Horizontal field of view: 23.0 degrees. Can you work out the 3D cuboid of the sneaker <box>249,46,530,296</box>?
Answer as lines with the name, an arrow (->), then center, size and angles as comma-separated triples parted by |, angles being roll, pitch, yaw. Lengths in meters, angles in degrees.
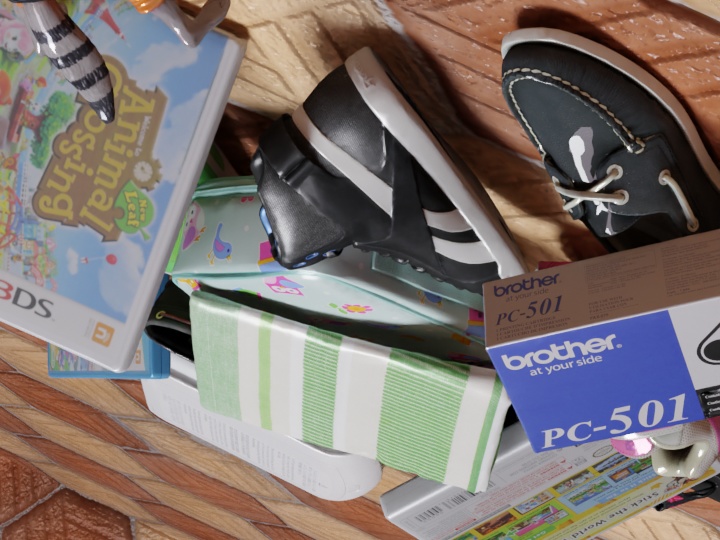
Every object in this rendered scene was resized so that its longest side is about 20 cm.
sneaker -> 0.010, -0.026, 0.962 | 0.200, 0.111, 0.073 | 49, -168, -40

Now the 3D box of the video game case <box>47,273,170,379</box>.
video game case -> -0.193, 0.009, 1.328 | 0.018, 0.145, 0.199 | 1, 177, -31

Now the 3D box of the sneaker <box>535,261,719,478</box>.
sneaker -> 0.169, 0.062, 1.057 | 0.199, 0.089, 0.081 | 37, 159, -33

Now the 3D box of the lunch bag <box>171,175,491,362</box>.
lunch bag -> 0.000, 0.000, 1.083 | 0.159, 0.078, 0.199 | -5, 161, 45

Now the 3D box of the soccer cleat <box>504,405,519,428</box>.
soccer cleat -> 0.125, 0.069, 1.205 | 0.068, 0.073, 0.201 | 49, 160, 33

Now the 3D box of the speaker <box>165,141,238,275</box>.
speaker -> -0.134, -0.068, 1.100 | 0.088, 0.089, 0.200 | 17, 161, 24

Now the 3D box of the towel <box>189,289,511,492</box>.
towel -> -0.007, 0.075, 1.095 | 0.198, 0.024, 0.153 | 16, 151, 6

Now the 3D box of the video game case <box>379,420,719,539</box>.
video game case -> 0.138, 0.147, 1.231 | 0.199, 0.023, 0.182 | -30, 144, 15

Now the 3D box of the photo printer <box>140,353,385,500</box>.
photo printer -> -0.069, 0.107, 1.361 | 0.198, 0.070, 0.167 | 26, 162, 7

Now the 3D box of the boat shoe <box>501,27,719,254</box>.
boat shoe -> 0.130, -0.042, 0.851 | 0.199, 0.061, 0.075 | 36, 158, -34

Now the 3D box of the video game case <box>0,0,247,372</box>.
video game case -> -0.179, -0.069, 0.992 | 0.180, 0.202, 0.022 | 23, -170, 6

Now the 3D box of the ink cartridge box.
ink cartridge box -> 0.167, 0.028, 0.858 | 0.198, 0.045, 0.094 | -13, 137, 15

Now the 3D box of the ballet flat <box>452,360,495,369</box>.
ballet flat -> 0.061, 0.088, 1.195 | 0.200, 0.068, 0.072 | 98, 150, -67

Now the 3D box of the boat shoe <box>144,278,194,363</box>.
boat shoe -> -0.057, 0.069, 1.204 | 0.200, 0.063, 0.074 | 31, 158, 14

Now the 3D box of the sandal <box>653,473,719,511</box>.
sandal -> 0.202, 0.145, 1.329 | 0.198, 0.045, 0.075 | 24, 163, 5

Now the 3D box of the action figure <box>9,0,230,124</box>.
action figure -> -0.141, -0.151, 0.843 | 0.198, 0.106, 0.193 | 15, 168, 31
